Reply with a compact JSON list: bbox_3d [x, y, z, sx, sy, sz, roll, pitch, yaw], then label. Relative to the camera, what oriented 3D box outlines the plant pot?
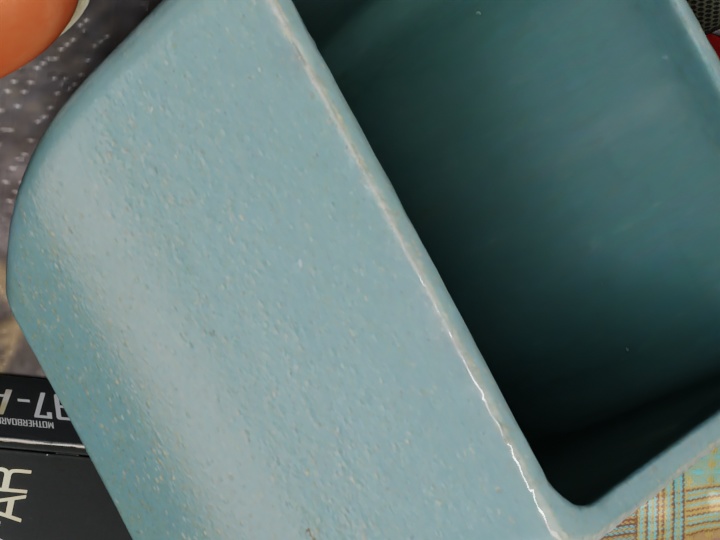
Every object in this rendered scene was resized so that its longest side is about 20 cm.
[{"bbox_3d":[0.000,0.000,0.820,0.200,0.196,0.197,-29,89,39],"label":"plant pot"}]

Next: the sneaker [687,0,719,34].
[{"bbox_3d":[0.136,-0.116,0.815,0.076,0.115,0.200,12,148,-19],"label":"sneaker"}]

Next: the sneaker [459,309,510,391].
[{"bbox_3d":[0.013,0.085,0.958,0.090,0.066,0.201,36,115,16],"label":"sneaker"}]

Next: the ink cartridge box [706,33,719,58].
[{"bbox_3d":[0.151,-0.013,0.940,0.199,0.067,0.117,15,119,-19],"label":"ink cartridge box"}]

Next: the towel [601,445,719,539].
[{"bbox_3d":[0.173,0.103,0.964,0.199,0.022,0.147,-8,121,-4],"label":"towel"}]

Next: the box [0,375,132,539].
[{"bbox_3d":[-0.145,0.133,0.990,0.159,0.044,0.201,7,121,-16],"label":"box"}]

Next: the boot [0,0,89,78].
[{"bbox_3d":[-0.178,-0.061,0.820,0.199,0.107,0.075,-18,122,-2],"label":"boot"}]
